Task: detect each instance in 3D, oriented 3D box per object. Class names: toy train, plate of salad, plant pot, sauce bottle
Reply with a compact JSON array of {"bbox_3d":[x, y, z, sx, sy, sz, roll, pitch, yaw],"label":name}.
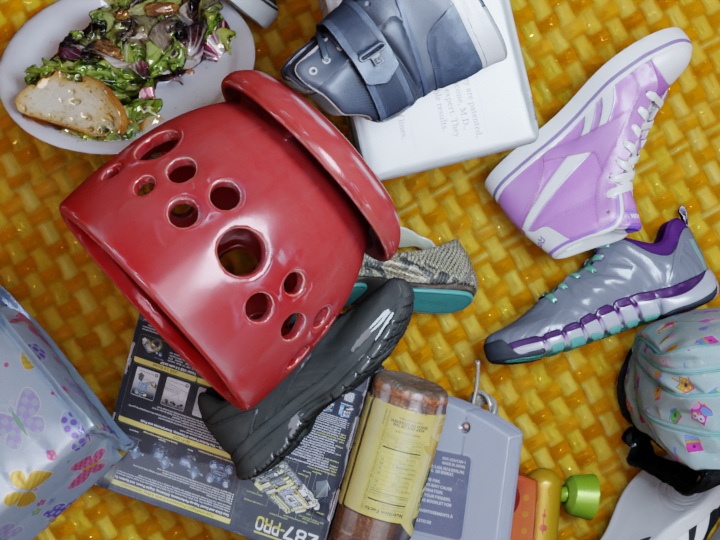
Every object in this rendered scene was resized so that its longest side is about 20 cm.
[{"bbox_3d":[0.142,0.175,1.653,0.115,0.085,0.201,3,95,-13],"label":"toy train"},{"bbox_3d":[-0.181,-0.166,1.568,0.200,0.200,0.048,-8,137,-1],"label":"plate of salad"},{"bbox_3d":[-0.086,-0.031,1.459,0.182,0.200,0.200,-44,95,-7],"label":"plant pot"},{"bbox_3d":[0.014,0.179,1.575,0.066,0.066,0.200,16,100,-3],"label":"sauce bottle"}]

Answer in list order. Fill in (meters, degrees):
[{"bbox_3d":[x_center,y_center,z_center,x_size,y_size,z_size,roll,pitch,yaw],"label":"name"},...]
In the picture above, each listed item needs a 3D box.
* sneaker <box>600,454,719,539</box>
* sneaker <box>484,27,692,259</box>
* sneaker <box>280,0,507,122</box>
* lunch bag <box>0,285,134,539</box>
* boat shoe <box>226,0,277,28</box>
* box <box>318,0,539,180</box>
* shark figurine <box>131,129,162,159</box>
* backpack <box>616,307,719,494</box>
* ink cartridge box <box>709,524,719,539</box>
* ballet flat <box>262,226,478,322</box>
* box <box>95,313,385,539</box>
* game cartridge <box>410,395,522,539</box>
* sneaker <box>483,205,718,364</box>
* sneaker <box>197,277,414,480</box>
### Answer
[{"bbox_3d":[0.240,0.240,1.659,0.200,0.073,0.112,-44,133,-30],"label":"sneaker"},{"bbox_3d":[0.207,-0.092,1.618,0.200,0.073,0.114,-45,68,12],"label":"sneaker"},{"bbox_3d":[-0.008,-0.200,1.414,0.146,0.077,0.203,-30,96,-2],"label":"sneaker"},{"bbox_3d":[-0.309,0.112,1.600,0.170,0.127,0.200,-41,67,1],"label":"lunch bag"},{"bbox_3d":[-0.126,-0.279,1.606,0.064,0.071,0.200,-42,93,3],"label":"boat shoe"},{"bbox_3d":[0.043,-0.179,1.556,0.130,0.199,0.200,-13,95,-2],"label":"box"},{"bbox_3d":[-0.119,-0.054,1.636,0.089,0.128,0.215,-19,126,30],"label":"shark figurine"},{"bbox_3d":[0.282,0.094,1.585,0.167,0.200,0.127,-17,98,1],"label":"backpack"},{"bbox_3d":[0.393,0.246,1.661,0.200,0.086,0.147,33,93,-3],"label":"ink cartridge box"},{"bbox_3d":[0.000,0.000,1.616,0.200,0.068,0.075,-4,66,-30],"label":"ballet flat"},{"bbox_3d":[-0.096,0.123,1.623,0.200,0.049,0.162,16,96,14],"label":"box"},{"bbox_3d":[0.033,0.159,1.620,0.200,0.041,0.133,10,98,31],"label":"game cartridge"},{"bbox_3d":[0.184,0.013,1.650,0.200,0.074,0.088,-17,85,-11],"label":"sneaker"},{"bbox_3d":[-0.044,0.068,1.543,0.200,0.076,0.091,-43,83,11],"label":"sneaker"}]
